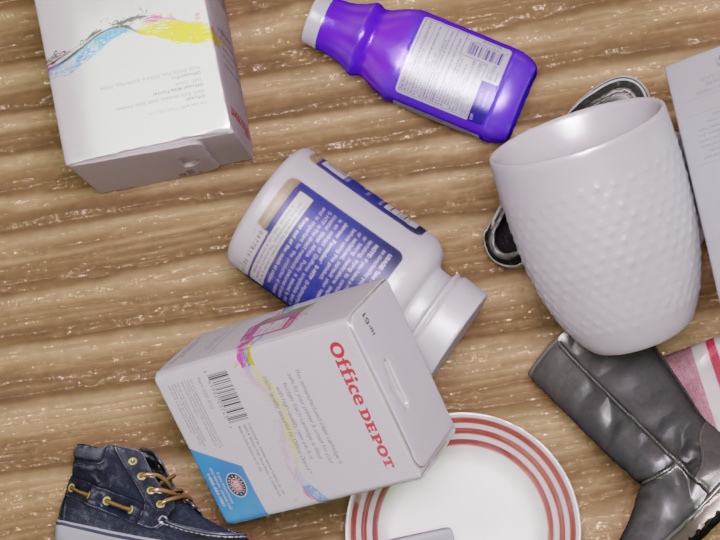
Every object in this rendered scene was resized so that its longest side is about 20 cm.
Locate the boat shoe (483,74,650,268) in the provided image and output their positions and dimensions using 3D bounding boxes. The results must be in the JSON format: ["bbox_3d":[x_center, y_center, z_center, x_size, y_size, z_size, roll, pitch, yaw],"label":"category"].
[{"bbox_3d":[0.179,-0.084,1.582,0.071,0.064,0.200,37,88,7],"label":"boat shoe"}]

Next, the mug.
[{"bbox_3d":[0.215,-0.040,1.502,0.200,0.147,0.176,-31,108,-37],"label":"mug"}]

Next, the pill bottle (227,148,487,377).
[{"bbox_3d":[0.000,0.000,1.558,0.200,0.120,0.120,35,88,7],"label":"pill bottle"}]

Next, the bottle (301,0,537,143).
[{"bbox_3d":[0.048,-0.180,1.599,0.199,0.065,0.084,22,86,6],"label":"bottle"}]

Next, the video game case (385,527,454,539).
[{"bbox_3d":[-0.003,0.321,1.532,0.199,0.022,0.183,-10,86,-10],"label":"video game case"}]

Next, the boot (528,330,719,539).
[{"bbox_3d":[0.208,0.146,1.530,0.182,0.073,0.200,-41,71,-10],"label":"boot"}]

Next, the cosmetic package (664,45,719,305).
[{"bbox_3d":[0.363,-0.084,1.490,0.123,0.199,0.201,-19,80,41],"label":"cosmetic package"}]

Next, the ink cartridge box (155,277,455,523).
[{"bbox_3d":[-0.043,0.107,1.508,0.199,0.085,0.145,-17,105,32],"label":"ink cartridge box"}]

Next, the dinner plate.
[{"bbox_3d":[0.087,0.221,1.579,0.199,0.024,0.201,0,85,3],"label":"dinner plate"}]

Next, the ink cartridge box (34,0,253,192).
[{"bbox_3d":[-0.184,-0.184,1.575,0.144,0.147,0.201,-12,83,3],"label":"ink cartridge box"}]

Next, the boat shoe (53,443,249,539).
[{"bbox_3d":[-0.169,0.195,1.548,0.199,0.071,0.091,4,82,30],"label":"boat shoe"}]

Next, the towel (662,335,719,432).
[{"bbox_3d":[0.354,0.108,1.539,0.199,0.023,0.145,-20,68,14],"label":"towel"}]
